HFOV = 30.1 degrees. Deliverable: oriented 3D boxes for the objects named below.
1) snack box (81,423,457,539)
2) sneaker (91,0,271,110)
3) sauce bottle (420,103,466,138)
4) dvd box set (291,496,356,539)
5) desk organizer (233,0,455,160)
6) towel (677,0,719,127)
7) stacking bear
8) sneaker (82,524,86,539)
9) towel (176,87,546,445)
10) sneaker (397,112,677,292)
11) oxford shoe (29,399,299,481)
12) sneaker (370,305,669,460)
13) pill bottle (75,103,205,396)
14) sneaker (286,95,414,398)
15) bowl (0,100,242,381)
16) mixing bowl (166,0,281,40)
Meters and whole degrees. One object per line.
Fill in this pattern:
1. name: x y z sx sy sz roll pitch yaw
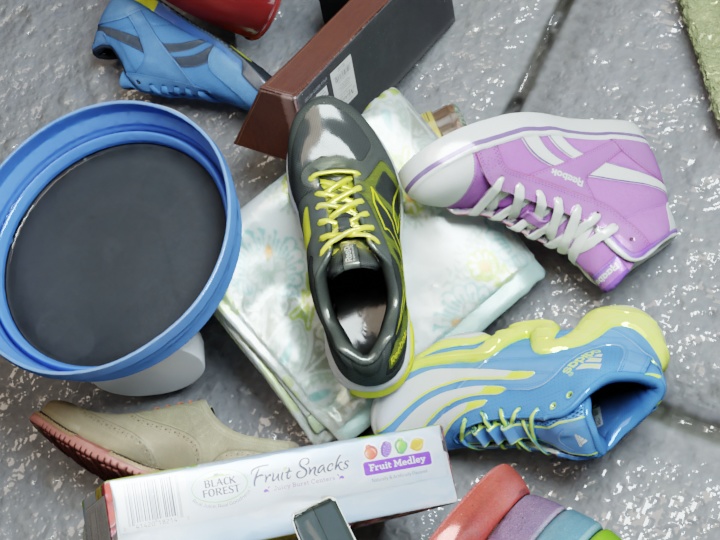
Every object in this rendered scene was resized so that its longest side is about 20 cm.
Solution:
1. snack box: -0.060 0.140 0.807 0.200 0.142 0.053 -7 79 -18
2. sneaker: -0.141 -0.160 1.082 0.200 0.066 0.078 34 91 29
3. sauce bottle: -0.008 -0.056 0.979 0.200 0.065 0.065 -24 60 5
4. dvd box set: 0.018 0.226 0.752 0.029 0.200 0.146 -25 58 -6
5. desk organizer: -0.015 -0.168 0.999 0.077 0.072 0.200 19 53 29
6. towel: 0.305 -0.182 0.952 0.148 0.036 0.200 -17 61 11
7. stacking bear: 0.135 0.213 0.777 0.200 0.121 0.114 33 75 20
8. sneaker: -0.176 0.254 0.880 0.092 0.076 0.200 -21 59 13
9. towel: 0.000 0.000 0.916 0.200 0.048 0.171 -39 90 -3
10. sneaker: 0.127 -0.040 0.875 0.200 0.073 0.114 -6 66 -27
11. oxford shoe: -0.135 0.122 0.937 0.200 0.070 0.075 19 69 15
12. sneaker: 0.101 0.081 0.846 0.200 0.076 0.105 -21 21 6
13. pill bottle: -0.162 -0.015 0.983 0.112 0.112 0.200 -15 61 11
14. sneaker: -0.002 -0.022 0.849 0.074 0.085 0.200 -13 80 -1
15. bowl: -0.172 -0.019 0.900 0.201 0.039 0.201 -7 65 16
16. mixing bowl: -0.126 -0.285 1.040 0.108 0.200 0.200 3 60 -20
